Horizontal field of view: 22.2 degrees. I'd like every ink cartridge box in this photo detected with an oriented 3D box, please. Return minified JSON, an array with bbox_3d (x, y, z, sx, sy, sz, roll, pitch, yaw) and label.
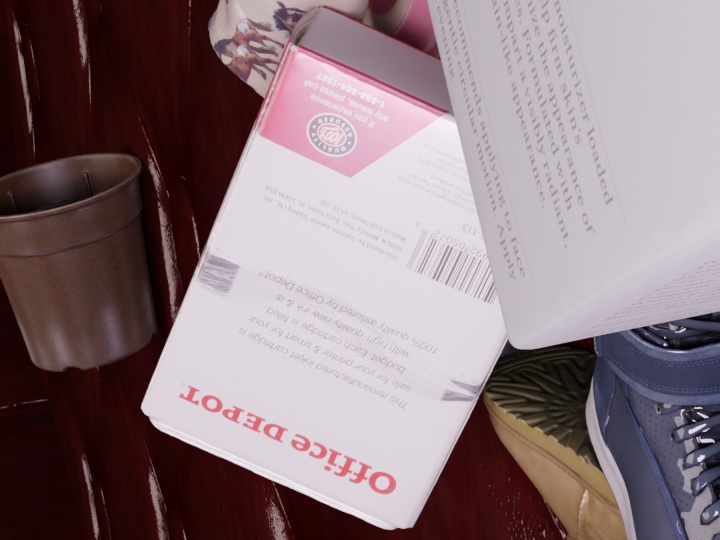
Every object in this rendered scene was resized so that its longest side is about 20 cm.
[{"bbox_3d":[0.000,0.000,0.869,0.083,0.146,0.201,-71,6,-67],"label":"ink cartridge box"}]

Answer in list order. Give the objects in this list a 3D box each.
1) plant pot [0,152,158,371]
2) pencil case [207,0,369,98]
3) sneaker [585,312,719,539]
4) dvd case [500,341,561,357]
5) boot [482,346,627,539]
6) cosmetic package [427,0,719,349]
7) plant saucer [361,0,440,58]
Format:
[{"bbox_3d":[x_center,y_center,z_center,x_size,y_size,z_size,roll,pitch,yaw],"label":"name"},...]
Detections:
[{"bbox_3d":[-0.320,-0.006,2.063,0.200,0.199,0.199,-138,33,-65],"label":"plant pot"},{"bbox_3d":[-0.017,-0.177,0.875,0.201,0.077,0.090,112,156,-44],"label":"pencil case"},{"bbox_3d":[0.139,0.061,0.686,0.203,0.076,0.147,-114,19,-44],"label":"sneaker"},{"bbox_3d":[0.064,-0.031,1.001,0.200,0.017,0.144,-126,30,-58],"label":"dvd case"},{"bbox_3d":[0.108,0.156,0.869,0.175,0.066,0.201,-130,34,-62],"label":"boot"},{"bbox_3d":[0.125,-0.088,0.495,0.200,0.164,0.166,138,121,-72],"label":"cosmetic package"},{"bbox_3d":[0.030,-0.196,0.948,0.200,0.050,0.202,176,90,-74],"label":"plant saucer"}]
